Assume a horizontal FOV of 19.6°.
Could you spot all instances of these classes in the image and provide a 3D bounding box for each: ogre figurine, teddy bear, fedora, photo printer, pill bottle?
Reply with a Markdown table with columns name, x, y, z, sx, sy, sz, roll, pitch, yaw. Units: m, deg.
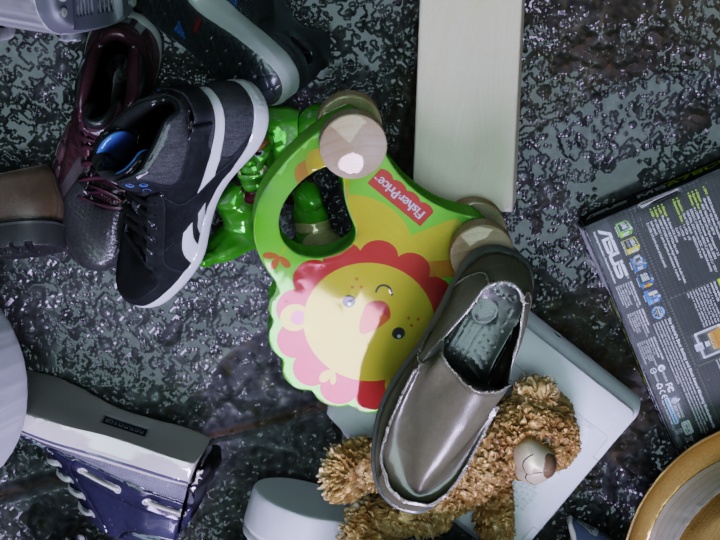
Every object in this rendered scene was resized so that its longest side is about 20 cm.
| name | x | y | z | sx | sy | sz | roll | pitch | yaw |
| --- | --- | --- | --- | --- | --- | --- | --- | --- | --- |
| ogre figurine | -0.070 | -0.067 | 1.547 | 0.200 | 0.098 | 0.120 | 6 | 118 | 30 |
| teddy bear | 0.067 | 0.149 | 1.525 | 0.200 | 0.067 | 0.145 | -4 | 106 | -3 |
| fedora | 0.299 | 0.211 | 1.578 | 0.201 | 0.082 | 0.201 | -9 | 113 | -21 |
| photo printer | 0.087 | 0.102 | 1.591 | 0.200 | 0.069 | 0.166 | 37 | 98 | -7 |
| pill bottle | -0.064 | 0.268 | 1.601 | 0.114 | 0.114 | 0.200 | 15 | 101 | -3 |

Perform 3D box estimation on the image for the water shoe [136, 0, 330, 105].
| name | x | y | z | sx | sy | sz | roll | pitch | yaw |
| --- | --- | --- | --- | --- | --- | --- | --- | --- | --- |
| water shoe | -0.108 | -0.204 | 1.537 | 0.200 | 0.079 | 0.072 | 48 | 142 | 8 |

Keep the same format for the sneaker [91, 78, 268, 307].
| name | x | y | z | sx | sy | sz | roll | pitch | yaw |
| --- | --- | --- | --- | --- | --- | --- | --- | --- | --- |
| sneaker | -0.155 | -0.055 | 1.475 | 0.073 | 0.112 | 0.200 | 48 | 123 | 30 |

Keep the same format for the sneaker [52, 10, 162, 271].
| name | x | y | z | sx | sy | sz | roll | pitch | yaw |
| --- | --- | --- | --- | --- | --- | --- | --- | --- | --- |
| sneaker | -0.193 | -0.090 | 1.527 | 0.076 | 0.116 | 0.200 | 6 | 101 | -2 |

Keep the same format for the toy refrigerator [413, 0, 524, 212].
| name | x | y | z | sx | sy | sz | roll | pitch | yaw |
| --- | --- | --- | --- | --- | --- | --- | --- | --- | --- |
| toy refrigerator | 0.082 | -0.148 | 1.543 | 0.076 | 0.070 | 0.200 | 2 | 101 | 6 |

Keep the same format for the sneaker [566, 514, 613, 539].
| name | x | y | z | sx | sy | sz | roll | pitch | yaw |
| --- | --- | --- | --- | --- | --- | --- | --- | --- | --- |
| sneaker | 0.122 | 0.271 | 1.632 | 0.200 | 0.067 | 0.090 | -38 | 93 | 5 |

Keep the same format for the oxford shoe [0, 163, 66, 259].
| name | x | y | z | sx | sy | sz | roll | pitch | yaw |
| --- | --- | --- | --- | --- | --- | --- | --- | --- | --- |
| oxford shoe | -0.316 | -0.049 | 1.563 | 0.200 | 0.073 | 0.084 | -4 | 83 | 9 |

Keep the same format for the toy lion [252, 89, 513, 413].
| name | x | y | z | sx | sy | sz | roll | pitch | yaw |
| --- | --- | --- | --- | --- | --- | --- | --- | --- | --- |
| toy lion | 0.000 | 0.000 | 1.499 | 0.200 | 0.069 | 0.192 | 40 | 103 | -18 |

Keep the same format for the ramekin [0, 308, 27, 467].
| name | x | y | z | sx | sy | sz | roll | pitch | yaw |
| --- | --- | --- | --- | --- | --- | --- | --- | --- | --- |
| ramekin | -0.343 | 0.087 | 1.539 | 0.200 | 0.098 | 0.201 | 5 | 102 | 27 |

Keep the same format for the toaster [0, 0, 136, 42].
| name | x | y | z | sx | sy | sz | roll | pitch | yaw |
| --- | --- | --- | --- | --- | --- | --- | --- | --- | --- |
| toaster | -0.240 | -0.262 | 1.477 | 0.129 | 0.114 | 0.200 | 5 | 105 | 31 |

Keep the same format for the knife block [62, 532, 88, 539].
| name | x | y | z | sx | sy | sz | roll | pitch | yaw |
| --- | --- | --- | --- | --- | --- | --- | --- | --- | --- |
| knife block | -0.208 | 0.291 | 1.574 | 0.064 | 0.176 | 0.200 | -15 | 101 | 4 |

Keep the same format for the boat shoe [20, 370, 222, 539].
| name | x | y | z | sx | sy | sz | roll | pitch | yaw |
| --- | --- | --- | --- | --- | --- | --- | --- | --- | --- |
| boat shoe | -0.213 | 0.149 | 1.600 | 0.200 | 0.075 | 0.093 | 21 | 114 | 5 |

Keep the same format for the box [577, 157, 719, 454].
| name | x | y | z | sx | sy | sz | roll | pitch | yaw |
| --- | --- | --- | --- | --- | --- | --- | --- | --- | --- |
| box | 0.291 | 0.015 | 1.588 | 0.193 | 0.048 | 0.200 | -24 | 100 | 2 |

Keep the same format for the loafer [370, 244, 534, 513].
| name | x | y | z | sx | sy | sz | roll | pitch | yaw |
| --- | --- | --- | --- | --- | --- | --- | --- | --- | --- |
| loafer | 0.063 | 0.078 | 1.444 | 0.075 | 0.070 | 0.200 | 20 | 98 | -5 |
